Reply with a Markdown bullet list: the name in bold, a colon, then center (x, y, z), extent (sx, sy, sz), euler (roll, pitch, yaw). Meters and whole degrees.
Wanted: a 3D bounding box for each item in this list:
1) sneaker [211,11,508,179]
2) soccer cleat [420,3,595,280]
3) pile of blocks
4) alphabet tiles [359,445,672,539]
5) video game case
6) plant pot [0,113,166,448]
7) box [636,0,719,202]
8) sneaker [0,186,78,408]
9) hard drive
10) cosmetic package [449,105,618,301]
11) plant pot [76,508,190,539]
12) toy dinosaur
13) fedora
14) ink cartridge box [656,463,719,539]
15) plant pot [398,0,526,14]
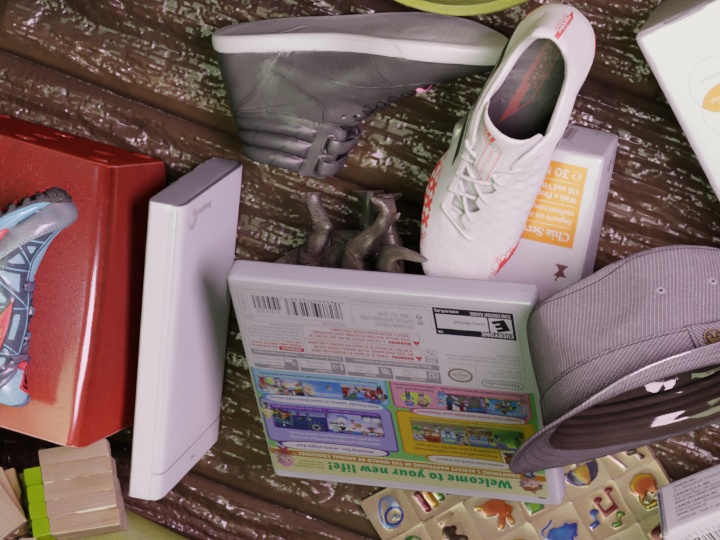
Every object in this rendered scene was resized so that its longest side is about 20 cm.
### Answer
- **sneaker**: center (0.004, -0.112, 1.608), extent (0.200, 0.071, 0.099), euler (1, 109, 18)
- **soccer cleat**: center (0.084, -0.070, 1.512), extent (0.069, 0.085, 0.200), euler (28, 108, 6)
- **pile of blocks**: center (-0.237, 0.182, 1.611), extent (0.200, 0.062, 0.082), euler (-34, 73, -5)
- **alphabet tiles**: center (0.124, 0.184, 1.689), extent (0.200, 0.008, 0.167), euler (-29, 96, 19)
- **video game case**: center (0.025, 0.072, 1.584), extent (0.200, 0.022, 0.182), euler (4, 133, 18)
- **plant pot**: center (-0.229, -0.006, 1.637), extent (0.200, 0.200, 0.176), euler (15, 96, 9)
- **box**: center (0.285, -0.099, 1.517), extent (0.152, 0.106, 0.200), euler (-25, 98, 20)
- **sneaker**: center (-0.228, 0.038, 1.515), extent (0.096, 0.079, 0.200), euler (42, 100, 0)
- **hard drive**: center (-0.115, 0.037, 1.642), extent (0.027, 0.132, 0.200), euler (9, 107, 13)
- **cosmetic package**: center (0.097, 0.003, 1.612), extent (0.101, 0.071, 0.200), euler (12, 108, 10)
- **plant pot**: center (-0.183, 0.238, 1.697), extent (0.184, 0.200, 0.200), euler (31, 111, 16)
- **toy dinosaur**: center (0.000, 0.000, 1.612), extent (0.200, 0.077, 0.102), euler (8, 100, 50)
- **fedora**: center (0.170, 0.045, 1.481), extent (0.200, 0.177, 0.090), euler (-15, 71, -10)
- **ink cartridge box**: center (0.320, 0.167, 1.599), extent (0.200, 0.044, 0.174), euler (-25, 132, 22)
- **plant pot**: center (0.040, -0.247, 1.479), extent (0.200, 0.184, 0.201), euler (3, 100, 15)
